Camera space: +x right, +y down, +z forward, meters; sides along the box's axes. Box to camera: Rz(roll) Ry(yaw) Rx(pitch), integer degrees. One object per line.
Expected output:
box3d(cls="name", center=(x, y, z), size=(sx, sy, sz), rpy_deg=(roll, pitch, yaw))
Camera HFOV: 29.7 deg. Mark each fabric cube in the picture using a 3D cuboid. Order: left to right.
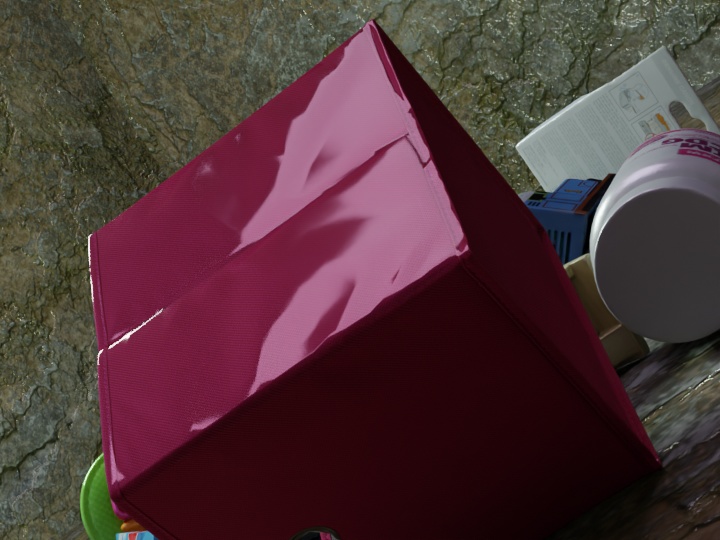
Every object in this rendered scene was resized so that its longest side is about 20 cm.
box3d(cls="fabric cube", center=(0.001, 0.040, 0.698), size=(0.198, 0.196, 0.201), rpy_deg=(-34, 39, 14))

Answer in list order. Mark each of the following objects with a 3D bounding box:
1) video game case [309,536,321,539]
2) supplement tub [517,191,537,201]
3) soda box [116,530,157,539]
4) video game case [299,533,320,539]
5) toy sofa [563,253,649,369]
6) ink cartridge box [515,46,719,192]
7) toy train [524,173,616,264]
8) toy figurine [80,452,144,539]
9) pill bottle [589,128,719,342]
box3d(cls="video game case", center=(-0.010, 0.189, 0.996), size=(0.142, 0.018, 0.200), rpy_deg=(-36, 1, 16))
box3d(cls="supplement tub", center=(0.120, 0.021, 1.318), size=(0.199, 0.123, 0.122), rpy_deg=(-35, 1, 34))
box3d(cls="soda box", center=(-0.155, 0.245, 1.104), size=(0.063, 0.069, 0.200), rpy_deg=(2, -12, -19))
box3d(cls="video game case", center=(0.029, 0.134, 1.011), size=(0.180, 0.026, 0.199), rpy_deg=(-35, 2, -38))
box3d(cls="toy sofa", center=(0.093, 0.079, 0.887), size=(0.199, 0.083, 0.097), rpy_deg=(-37, 3, -41))
box3d(cls="ink cartridge box", center=(0.264, -0.105, 1.288), size=(0.199, 0.161, 0.047), rpy_deg=(-33, 3, 44))
box3d(cls="toy train", center=(0.203, -0.036, 1.186), size=(0.113, 0.088, 0.200), rpy_deg=(11, 18, 16))
box3d(cls="toy figurine", center=(-0.183, 0.207, 1.407), size=(0.197, 0.152, 0.185), rpy_deg=(-9, -25, -22))
box3d(cls="pill bottle", center=(0.211, -0.025, 0.893), size=(0.113, 0.114, 0.200), rpy_deg=(-34, 2, 21))
